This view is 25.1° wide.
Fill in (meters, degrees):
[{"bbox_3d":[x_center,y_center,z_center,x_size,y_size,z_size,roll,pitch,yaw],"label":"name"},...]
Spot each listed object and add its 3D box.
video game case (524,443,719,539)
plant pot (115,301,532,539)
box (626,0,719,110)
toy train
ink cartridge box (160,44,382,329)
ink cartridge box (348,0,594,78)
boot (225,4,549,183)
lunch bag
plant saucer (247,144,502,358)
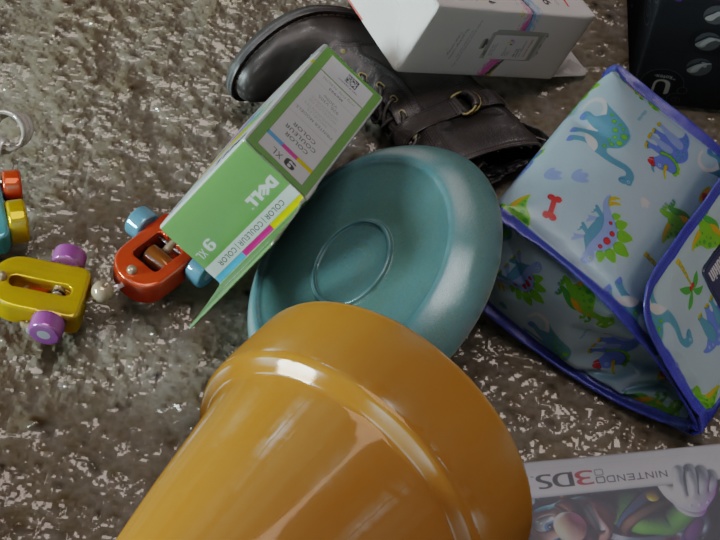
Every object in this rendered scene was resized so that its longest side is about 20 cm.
[{"bbox_3d":[0.164,0.202,0.984,0.181,0.023,0.200,-5,55,-7],"label":"video game case"},{"bbox_3d":[-0.038,0.148,0.879,0.200,0.200,0.183,33,48,18],"label":"plant pot"},{"bbox_3d":[0.266,-0.228,1.192,0.106,0.200,0.122,6,54,0],"label":"box"},{"bbox_3d":[-0.203,-0.019,1.099,0.200,0.056,0.150,33,56,15],"label":"toy train"},{"bbox_3d":[-0.067,-0.060,1.065,0.059,0.104,0.200,42,38,-8],"label":"ink cartridge box"},{"bbox_3d":[0.089,-0.206,1.200,0.200,0.068,0.117,-3,51,-41],"label":"ink cartridge box"},{"bbox_3d":[0.021,-0.118,1.175,0.200,0.069,0.174,-18,57,-19],"label":"boot"},{"bbox_3d":[0.190,-0.009,1.084,0.200,0.127,0.170,40,60,2],"label":"lunch bag"},{"bbox_3d":[0.000,0.000,1.041,0.200,0.027,0.200,-22,50,29],"label":"plant saucer"}]
